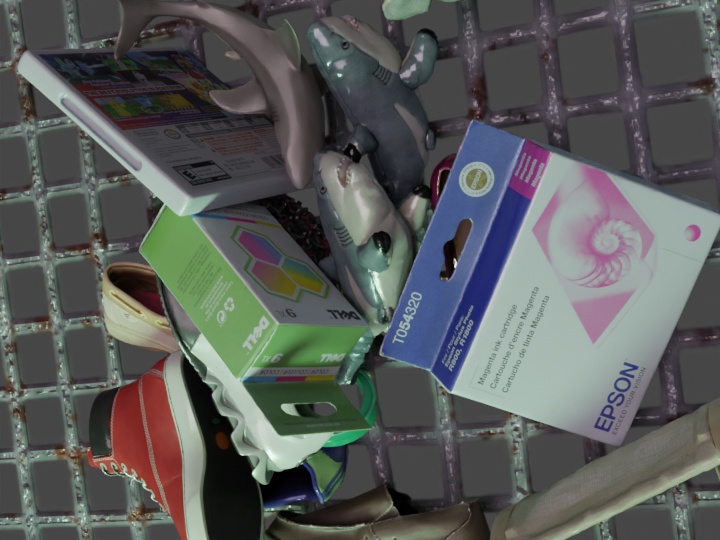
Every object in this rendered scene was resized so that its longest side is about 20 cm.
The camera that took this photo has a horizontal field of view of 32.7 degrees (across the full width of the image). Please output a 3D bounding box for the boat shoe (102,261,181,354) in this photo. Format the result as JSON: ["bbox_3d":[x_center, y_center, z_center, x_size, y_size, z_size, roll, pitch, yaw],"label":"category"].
[{"bbox_3d":[-0.140,0.035,1.050,0.200,0.074,0.069,9,131,22],"label":"boat shoe"}]

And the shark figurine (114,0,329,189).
[{"bbox_3d":[-0.089,-0.181,0.970,0.214,0.090,0.128,38,66,-2],"label":"shark figurine"}]

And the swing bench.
[{"bbox_3d":[0.215,0.212,0.871,0.199,0.130,0.200,-33,61,21],"label":"swing bench"}]

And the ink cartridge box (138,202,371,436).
[{"bbox_3d":[-0.066,0.029,0.906,0.200,0.104,0.059,49,115,30],"label":"ink cartridge box"}]

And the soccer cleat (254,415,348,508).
[{"bbox_3d":[-0.108,0.166,1.046,0.200,0.084,0.065,-4,130,21],"label":"soccer cleat"}]

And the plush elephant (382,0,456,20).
[{"bbox_3d":[0.071,-0.275,0.917,0.155,0.165,0.200,99,151,-44],"label":"plush elephant"}]

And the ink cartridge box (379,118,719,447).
[{"bbox_3d":[0.141,0.013,0.913,0.200,0.043,0.197,18,104,-12],"label":"ink cartridge box"}]

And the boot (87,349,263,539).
[{"bbox_3d":[-0.162,0.180,1.017,0.144,0.072,0.200,-28,67,31],"label":"boot"}]

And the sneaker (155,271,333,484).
[{"bbox_3d":[-0.087,0.062,0.976,0.088,0.074,0.200,-30,93,10],"label":"sneaker"}]

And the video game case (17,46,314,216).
[{"bbox_3d":[-0.144,-0.117,0.978,0.182,0.200,0.023,41,116,16],"label":"video game case"}]

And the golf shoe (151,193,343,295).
[{"bbox_3d":[-0.094,-0.030,1.039,0.200,0.073,0.092,43,114,18],"label":"golf shoe"}]

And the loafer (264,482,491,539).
[{"bbox_3d":[0.017,0.211,1.019,0.200,0.073,0.071,0,84,17],"label":"loafer"}]

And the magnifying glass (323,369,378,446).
[{"bbox_3d":[-0.074,0.091,1.048,0.200,0.080,0.022,20,143,30],"label":"magnifying glass"}]

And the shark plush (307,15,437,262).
[{"bbox_3d":[0.007,-0.103,0.976,0.091,0.083,0.200,11,114,40],"label":"shark plush"}]

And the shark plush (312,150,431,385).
[{"bbox_3d":[0.000,0.000,0.960,0.083,0.091,0.200,17,138,18],"label":"shark plush"}]

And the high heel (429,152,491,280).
[{"bbox_3d":[0.088,0.010,0.952,0.067,0.096,0.200,-13,90,23],"label":"high heel"}]
